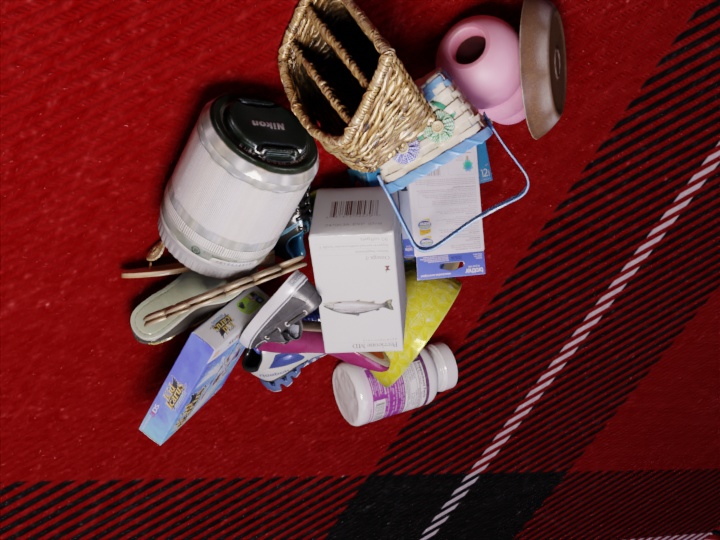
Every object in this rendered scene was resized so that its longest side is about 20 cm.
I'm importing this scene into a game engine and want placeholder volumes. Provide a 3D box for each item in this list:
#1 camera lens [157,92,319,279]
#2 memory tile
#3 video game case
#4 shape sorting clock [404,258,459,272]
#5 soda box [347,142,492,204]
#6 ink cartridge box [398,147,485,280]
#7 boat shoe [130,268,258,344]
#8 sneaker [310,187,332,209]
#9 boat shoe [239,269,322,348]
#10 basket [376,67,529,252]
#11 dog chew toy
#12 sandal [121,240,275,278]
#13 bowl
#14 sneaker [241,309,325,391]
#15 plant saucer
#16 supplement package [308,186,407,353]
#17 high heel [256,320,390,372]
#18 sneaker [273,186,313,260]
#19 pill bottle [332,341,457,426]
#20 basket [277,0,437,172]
[{"bbox_3d":[-0.155,-0.109,1.464,0.159,0.161,0.201,1,136,-37],"label":"camera lens"},{"bbox_3d":[-0.176,0.026,1.523,0.153,0.017,0.199,-19,-178,45],"label":"memory tile"},{"bbox_3d":[-0.222,0.135,1.687,0.201,0.045,0.181,-58,172,31],"label":"video game case"},{"bbox_3d":[0.065,-0.006,1.838,0.198,0.039,0.201,-17,137,-16],"label":"shape sorting clock"},{"bbox_3d":[0.087,-0.138,1.676,0.198,0.068,0.065,-16,99,-23],"label":"soda box"},{"bbox_3d":[0.112,-0.090,1.624,0.118,0.042,0.203,-5,89,-29],"label":"ink cartridge box"},{"bbox_3d":[-0.236,0.037,1.646,0.200,0.072,0.061,-31,170,-19],"label":"boat shoe"},{"bbox_3d":[-0.017,-0.049,1.688,0.074,0.084,0.200,-41,130,13],"label":"sneaker"},{"bbox_3d":[-0.106,0.069,1.602,0.070,0.066,0.200,-48,180,-40],"label":"boat shoe"},{"bbox_3d":[0.098,-0.143,1.502,0.175,0.139,0.201,-32,106,12],"label":"basket"},{"bbox_3d":[0.183,-0.264,1.598,0.124,0.125,0.200,-42,149,10],"label":"dog chew toy"},{"bbox_3d":[-0.223,-0.035,1.587,0.209,0.078,0.071,-5,98,-9],"label":"sandal"},{"bbox_3d":[0.055,0.068,1.775,0.201,0.107,0.200,-54,-178,3],"label":"bowl"},{"bbox_3d":[-0.111,0.103,1.790,0.199,0.081,0.115,-44,143,14],"label":"sneaker"},{"bbox_3d":[0.251,-0.280,1.577,0.036,0.202,0.201,-1,147,20],"label":"plant saucer"},{"bbox_3d":[0.000,0.000,1.601,0.115,0.118,0.202,-3,126,6],"label":"supplement package"},{"bbox_3d":[-0.056,0.116,1.705,0.097,0.199,0.067,-62,173,23],"label":"high heel"},{"bbox_3d":[-0.089,-0.098,1.585,0.073,0.082,0.201,-34,152,-39],"label":"sneaker"},{"bbox_3d":[0.061,0.185,1.978,0.198,0.113,0.113,-14,138,-25],"label":"pill bottle"},{"bbox_3d":[-0.028,-0.234,1.404,0.142,0.201,0.149,-37,144,6],"label":"basket"}]
